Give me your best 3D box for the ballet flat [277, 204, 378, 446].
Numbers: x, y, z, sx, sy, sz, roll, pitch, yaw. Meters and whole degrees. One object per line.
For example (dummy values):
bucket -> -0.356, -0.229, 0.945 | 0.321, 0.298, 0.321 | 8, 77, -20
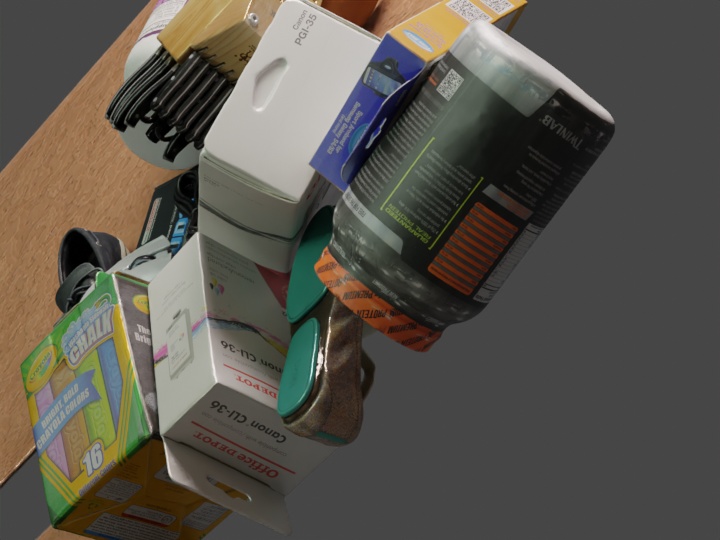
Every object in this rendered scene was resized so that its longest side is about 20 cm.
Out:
ballet flat -> -0.017, 0.043, 1.560 | 0.068, 0.067, 0.201 | -36, 33, 41

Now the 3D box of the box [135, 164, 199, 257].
box -> -0.136, 0.000, 1.826 | 0.159, 0.046, 0.201 | -24, 43, 48

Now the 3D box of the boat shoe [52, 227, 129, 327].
boat shoe -> -0.236, 0.031, 1.947 | 0.075, 0.062, 0.200 | -44, 32, 22

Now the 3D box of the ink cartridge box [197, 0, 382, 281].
ink cartridge box -> -0.055, -0.090, 1.636 | 0.147, 0.083, 0.200 | -62, -4, -18

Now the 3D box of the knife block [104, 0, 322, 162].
knife block -> -0.119, -0.186, 1.789 | 0.175, 0.064, 0.201 | -20, 40, 39

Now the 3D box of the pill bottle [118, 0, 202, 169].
pill bottle -> -0.138, -0.184, 1.915 | 0.112, 0.112, 0.200 | -30, 29, 43

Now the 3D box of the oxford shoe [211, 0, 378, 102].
oxford shoe -> -0.042, -0.184, 1.817 | 0.200, 0.071, 0.071 | -50, 25, -5

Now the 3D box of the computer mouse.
computer mouse -> -0.181, 0.007, 1.795 | 0.200, 0.044, 0.110 | -48, 30, 20

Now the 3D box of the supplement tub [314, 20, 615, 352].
supplement tub -> 0.065, -0.053, 1.461 | 0.200, 0.122, 0.123 | -53, 28, 10

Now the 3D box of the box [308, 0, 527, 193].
box -> 0.037, -0.129, 1.537 | 0.200, 0.041, 0.119 | -33, -21, -56

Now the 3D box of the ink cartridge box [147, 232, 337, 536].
ink cartridge box -> -0.082, 0.080, 1.571 | 0.067, 0.116, 0.200 | -44, 35, 27

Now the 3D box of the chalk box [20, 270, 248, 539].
chalk box -> -0.165, 0.092, 1.649 | 0.124, 0.124, 0.201 | -43, 45, 28
